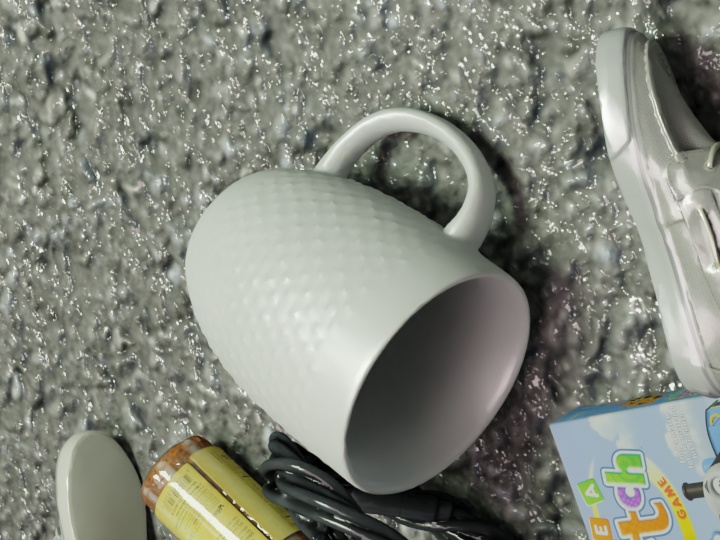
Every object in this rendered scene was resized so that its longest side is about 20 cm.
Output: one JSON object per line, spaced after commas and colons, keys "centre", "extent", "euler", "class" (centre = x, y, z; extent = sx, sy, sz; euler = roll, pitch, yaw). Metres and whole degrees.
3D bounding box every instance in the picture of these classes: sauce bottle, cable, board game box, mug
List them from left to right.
{"centre": [-0.058, 0.193, 1.402], "extent": [0.200, 0.066, 0.066], "euler": [43, 129, 23], "class": "sauce bottle"}
{"centre": [0.000, 0.000, 1.239], "extent": [0.175, 0.148, 0.200], "euler": [36, 97, 34], "class": "mug"}
{"centre": [0.027, 0.152, 1.251], "extent": [0.200, 0.163, 0.051], "euler": [36, 108, 24], "class": "cable"}
{"centre": [0.211, 0.134, 1.164], "extent": [0.200, 0.037, 0.152], "euler": [-16, 96, 44], "class": "board game box"}

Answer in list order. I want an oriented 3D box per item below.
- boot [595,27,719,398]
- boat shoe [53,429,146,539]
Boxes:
{"centre": [0.192, -0.038, 1.102], "extent": [0.095, 0.074, 0.200], "euler": [-15, 96, 27], "class": "boot"}
{"centre": [-0.188, 0.207, 1.527], "extent": [0.068, 0.072, 0.200], "euler": [2, 116, 41], "class": "boat shoe"}
